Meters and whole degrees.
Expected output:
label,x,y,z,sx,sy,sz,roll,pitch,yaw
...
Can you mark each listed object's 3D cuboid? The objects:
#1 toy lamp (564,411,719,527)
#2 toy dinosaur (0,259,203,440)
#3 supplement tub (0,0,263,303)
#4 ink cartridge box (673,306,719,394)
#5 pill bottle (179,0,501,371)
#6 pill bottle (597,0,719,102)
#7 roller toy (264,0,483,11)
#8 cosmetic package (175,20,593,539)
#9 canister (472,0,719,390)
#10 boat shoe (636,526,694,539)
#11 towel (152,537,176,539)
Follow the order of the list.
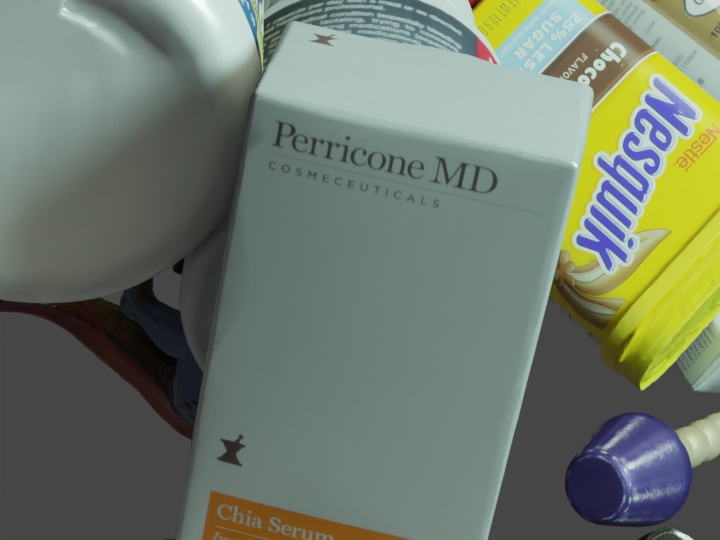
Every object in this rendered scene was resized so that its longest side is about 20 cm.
label,x,y,z,sx,sy,sz,roll,pitch,yaw
toy lamp,0.166,0.090,1.062,0.058,0.058,0.200,49,30,21
toy dinosaur,-0.037,0.059,0.892,0.105,0.200,0.182,-52,125,-65
supplement tub,-0.105,-0.094,0.740,0.145,0.145,0.200,27,25,-16
ink cartridge box,0.221,-0.007,1.265,0.176,0.045,0.200,8,41,-39
pill bottle,0.000,-0.041,0.805,0.119,0.120,0.200,27,34,-16
pill bottle,0.182,-0.186,1.407,0.200,0.114,0.114,38,30,4
roller toy,-0.019,-0.171,1.108,0.200,0.183,0.140,-10,54,-52
cosmetic package,0.003,0.032,0.678,0.101,0.200,0.071,12,26,4
canister,0.125,-0.056,1.138,0.200,0.149,0.087,42,-4,14
boat shoe,0.133,0.167,0.898,0.074,0.073,0.200,35,30,-3
towel,-0.028,0.151,0.688,0.146,0.030,0.200,1,28,-23
